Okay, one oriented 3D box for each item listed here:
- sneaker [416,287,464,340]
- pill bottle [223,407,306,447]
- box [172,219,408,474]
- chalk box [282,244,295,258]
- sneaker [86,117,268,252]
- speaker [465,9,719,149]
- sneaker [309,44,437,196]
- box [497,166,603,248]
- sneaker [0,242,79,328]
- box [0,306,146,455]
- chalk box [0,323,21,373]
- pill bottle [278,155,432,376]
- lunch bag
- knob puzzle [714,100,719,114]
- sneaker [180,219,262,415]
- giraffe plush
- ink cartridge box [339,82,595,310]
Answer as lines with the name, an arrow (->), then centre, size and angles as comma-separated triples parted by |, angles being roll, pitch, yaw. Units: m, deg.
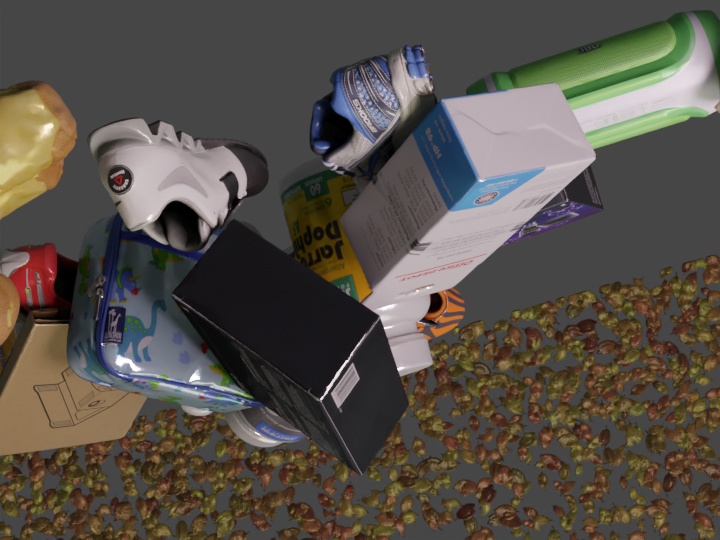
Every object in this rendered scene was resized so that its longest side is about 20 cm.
sneaker -> 0.064, 0.040, 1.167 | 0.199, 0.079, 0.111 | 3, 176, -44
pill bottle -> -0.064, 0.110, 1.138 | 0.113, 0.115, 0.200 | -10, 163, -32
box -> -0.047, 0.065, 0.867 | 0.079, 0.140, 0.200 | -54, 159, -16
chalk box -> -0.064, 0.040, 1.276 | 0.124, 0.124, 0.200 | -40, -174, -36
sneaker -> -0.129, -0.054, 0.850 | 0.073, 0.089, 0.199 | -21, 171, 25
speaker -> 0.187, -0.139, 0.880 | 0.198, 0.089, 0.088 | -17, 171, 7
sneaker -> 0.000, -0.106, 0.839 | 0.084, 0.078, 0.200 | -8, 160, -8
box -> 0.150, -0.073, 1.238 | 0.198, 0.080, 0.141 | -20, 167, 26
sneaker -> -0.262, 0.038, 1.040 | 0.084, 0.078, 0.200 | -15, 150, 14
box -> -0.265, 0.105, 1.060 | 0.162, 0.021, 0.201 | -1, 138, -40
chalk box -> -0.451, 0.130, 1.222 | 0.198, 0.125, 0.124 | -17, 170, 7
pill bottle -> 0.000, 0.000, 1.019 | 0.111, 0.202, 0.113 | -15, 171, -2
lunch bag -> -0.157, 0.035, 0.998 | 0.199, 0.163, 0.082 | 20, 157, -37
knob puzzle -> 0.354, -0.209, 0.815 | 0.219, 0.031, 0.220 | -38, 166, -11
sneaker -> -0.145, 0.052, 1.125 | 0.076, 0.202, 0.080 | 22, 157, -21
giraffe plush -> -0.260, -0.008, 0.657 | 0.198, 0.164, 0.172 | -11, 170, -30
ink cartridge box -> 0.064, -0.049, 0.824 | 0.115, 0.067, 0.200 | -14, 160, -35
